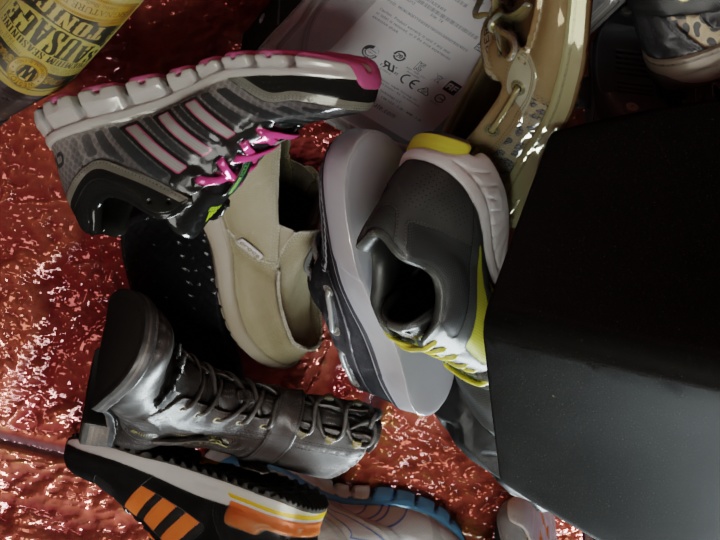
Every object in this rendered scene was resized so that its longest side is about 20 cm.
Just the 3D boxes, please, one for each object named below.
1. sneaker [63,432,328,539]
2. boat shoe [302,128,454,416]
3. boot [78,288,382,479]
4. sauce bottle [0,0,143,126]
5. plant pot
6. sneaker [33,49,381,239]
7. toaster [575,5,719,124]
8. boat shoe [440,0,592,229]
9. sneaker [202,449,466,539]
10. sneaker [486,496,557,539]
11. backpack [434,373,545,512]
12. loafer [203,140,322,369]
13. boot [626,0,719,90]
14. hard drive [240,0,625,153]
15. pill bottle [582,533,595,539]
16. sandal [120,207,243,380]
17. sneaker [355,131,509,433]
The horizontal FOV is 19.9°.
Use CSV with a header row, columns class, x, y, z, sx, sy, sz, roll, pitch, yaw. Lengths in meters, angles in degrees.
class,x,y,z,sx,sy,sz,roll,pitch,yaw
sneaker,-0.115,0.160,1.298,0.200,0.090,0.070,13,-177,32
boat shoe,0.000,0.000,1.150,0.068,0.072,0.200,13,143,30
boot,-0.071,0.074,1.203,0.173,0.069,0.200,11,160,-9
sauce bottle,-0.169,-0.129,1.093,0.066,0.066,0.200,28,128,-24
plant pot,0.165,0.033,1.018,0.177,0.200,0.200,9,141,18
sneaker,-0.077,-0.063,1.078,0.199,0.088,0.074,-11,178,22
toaster,0.208,-0.061,1.121,0.199,0.114,0.129,5,137,-2
boat shoe,0.077,-0.097,1.062,0.062,0.073,0.200,12,137,-2
sneaker,-0.018,0.186,1.378,0.199,0.087,0.075,19,130,-18
sneaker,0.100,0.229,1.425,0.077,0.078,0.200,2,135,6
backpack,0.153,0.060,1.222,0.200,0.127,0.167,-29,129,31
loafer,-0.051,-0.021,1.186,0.068,0.076,0.200,-6,133,15
boot,0.206,-0.196,1.013,0.200,0.073,0.151,-28,118,7
hard drive,0.047,-0.144,1.094,0.139,0.038,0.200,29,127,-25
pill bottle,0.197,0.188,1.296,0.112,0.200,0.113,1,135,1
sandal,-0.109,0.028,1.256,0.075,0.045,0.200,2,132,1
sneaker,0.044,0.021,1.108,0.074,0.085,0.200,16,139,40
